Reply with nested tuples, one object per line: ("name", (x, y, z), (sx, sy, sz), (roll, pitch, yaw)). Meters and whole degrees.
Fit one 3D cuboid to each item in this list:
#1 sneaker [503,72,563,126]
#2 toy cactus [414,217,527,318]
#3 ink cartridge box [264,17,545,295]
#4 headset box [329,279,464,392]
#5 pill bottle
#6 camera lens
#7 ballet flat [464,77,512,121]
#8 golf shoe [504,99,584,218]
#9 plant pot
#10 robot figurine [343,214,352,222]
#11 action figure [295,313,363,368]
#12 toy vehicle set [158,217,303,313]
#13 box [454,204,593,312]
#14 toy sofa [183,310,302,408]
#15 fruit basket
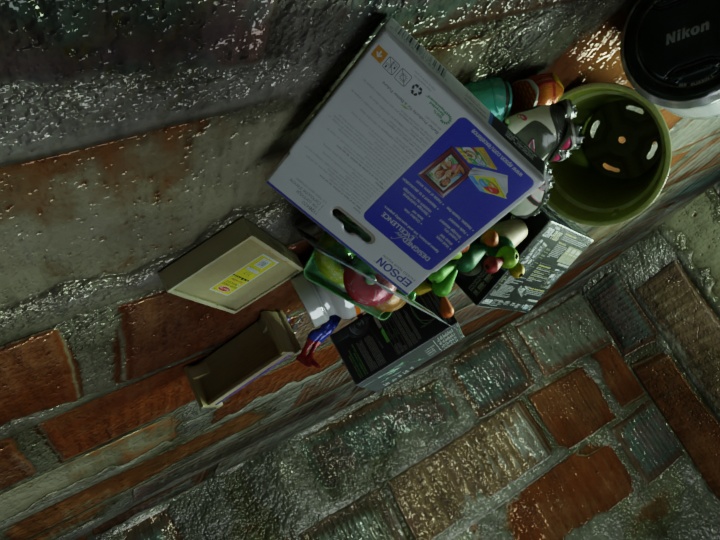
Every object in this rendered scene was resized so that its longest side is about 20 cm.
("sneaker", (0.210, -0.179, 0.874), (0.076, 0.074, 0.200), (-18, 160, -25))
("toy cactus", (0.159, -0.017, 0.851), (0.164, 0.103, 0.200), (-27, 179, -26))
("ink cartridge box", (0.039, -0.097, 0.629), (0.200, 0.197, 0.047), (-41, -163, 39))
("headset box", (0.061, 0.113, 1.068), (0.199, 0.093, 0.174), (-33, 162, 4))
("pill bottle", (0.000, 0.000, 0.966), (0.198, 0.114, 0.113), (-28, 164, -7))
("camera lens", (0.426, -0.276, 0.809), (0.160, 0.161, 0.199), (-40, 161, 33))
("ballet flat", (0.127, -0.168, 0.805), (0.069, 0.068, 0.200), (-3, 159, -5))
("golf shoe", (0.201, -0.135, 0.808), (0.087, 0.078, 0.201), (-4, 151, -6))
("plant pot", (0.383, -0.188, 0.989), (0.200, 0.201, 0.183), (-43, 170, 38))
("robot figurine", (0.066, -0.082, 0.780), (0.172, 0.118, 0.200), (-2, -175, -2))
("action figure", (-0.020, 0.083, 1.103), (0.202, 0.098, 0.065), (-64, 163, 0))
("toy vehicle set", (-0.159, 0.001, 0.843), (0.123, 0.027, 0.200), (-32, 164, 5))
("box", (0.246, -0.026, 1.002), (0.199, 0.086, 0.164), (9, 125, -53))
("toy sofa", (-0.200, 0.157, 1.136), (0.199, 0.083, 0.097), (-35, 162, 14))
("fruit basket", (0.014, 0.000, 0.785), (0.095, 0.184, 0.200), (-61, -163, -3))
